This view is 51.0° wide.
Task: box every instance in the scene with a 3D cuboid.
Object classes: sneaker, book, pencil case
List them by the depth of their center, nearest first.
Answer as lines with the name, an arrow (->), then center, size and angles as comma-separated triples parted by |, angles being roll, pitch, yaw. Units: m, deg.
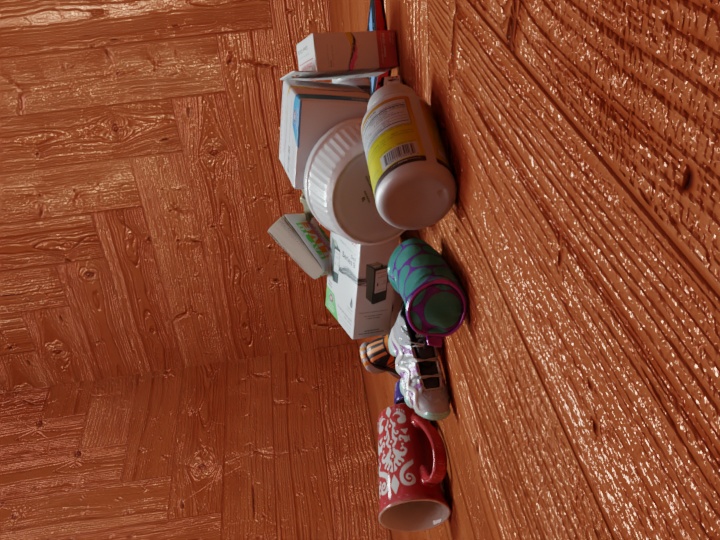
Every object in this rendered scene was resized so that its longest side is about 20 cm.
pencil case -> 0.091, 0.024, 1.065 | 0.200, 0.083, 0.095 | -107, 26, -72
sneaker -> 0.100, 0.128, 1.215 | 0.202, 0.076, 0.142 | -118, 28, -43
sneaker -> 0.092, 0.148, 1.406 | 0.198, 0.110, 0.079 | 4, -118, -60
book -> -0.100, -0.050, 1.525 | 0.134, 0.048, 0.200 | 50, -167, 3

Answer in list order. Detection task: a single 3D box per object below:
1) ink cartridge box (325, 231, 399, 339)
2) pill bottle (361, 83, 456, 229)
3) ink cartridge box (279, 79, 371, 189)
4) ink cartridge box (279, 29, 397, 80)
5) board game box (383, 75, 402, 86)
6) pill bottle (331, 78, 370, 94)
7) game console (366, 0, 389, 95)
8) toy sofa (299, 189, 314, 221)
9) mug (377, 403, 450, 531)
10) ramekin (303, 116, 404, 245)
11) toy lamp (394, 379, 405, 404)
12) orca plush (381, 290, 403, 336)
ink cartridge box -> 0.000, 0.000, 1.402 | 0.146, 0.082, 0.205 | -136, 45, -56
pill bottle -> 0.059, -0.161, 1.017 | 0.111, 0.106, 0.203 | 87, 175, -49
ink cartridge box -> -0.058, -0.239, 1.314 | 0.201, 0.142, 0.151 | -121, 34, -64
ink cartridge box -> -0.044, -0.386, 1.359 | 0.116, 0.195, 0.070 | -167, 69, -69
board game box -> 0.062, -0.221, 1.314 | 0.127, 0.034, 0.205 | -83, -11, -63
pill bottle -> -0.011, -0.368, 1.726 | 0.113, 0.110, 0.206 | 134, 130, -85
game console -> 0.031, -0.456, 1.544 | 0.200, 0.030, 0.182 | 109, 153, -81
toy sofa -> -0.017, -0.143, 1.499 | 0.099, 0.195, 0.084 | 81, -152, -46
mug -> 0.108, 0.357, 1.413 | 0.133, 0.175, 0.203 | 38, -147, -37
ramekin -> 0.013, -0.135, 1.207 | 0.094, 0.197, 0.207 | -128, 29, -59
toy lamp -> 0.108, 0.332, 1.613 | 0.059, 0.057, 0.204 | 88, 173, -58
orca plush -> 0.051, 0.046, 1.481 | 0.105, 0.070, 0.205 | -29, -50, -50
